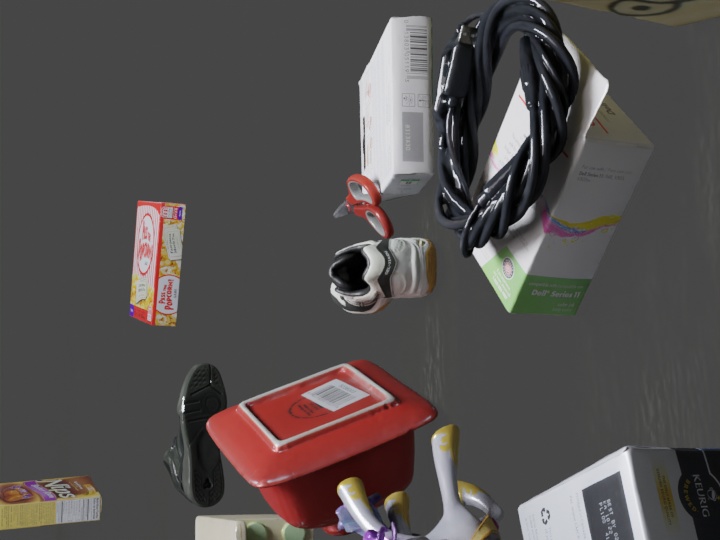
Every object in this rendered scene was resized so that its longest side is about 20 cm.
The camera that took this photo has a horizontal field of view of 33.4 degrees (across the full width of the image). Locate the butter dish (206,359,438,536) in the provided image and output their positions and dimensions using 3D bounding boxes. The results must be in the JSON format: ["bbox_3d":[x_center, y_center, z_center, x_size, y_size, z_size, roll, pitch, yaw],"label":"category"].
[{"bbox_3d":[-0.031,0.196,1.206,0.200,0.198,0.149,27,134,64],"label":"butter dish"}]

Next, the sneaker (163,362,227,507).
[{"bbox_3d":[-0.244,0.235,1.739,0.114,0.076,0.202,-4,88,58],"label":"sneaker"}]

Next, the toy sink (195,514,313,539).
[{"bbox_3d":[-0.121,0.357,1.418,0.200,0.111,0.132,153,118,-67],"label":"toy sink"}]

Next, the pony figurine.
[{"bbox_3d":[0.053,0.241,0.999,0.200,0.192,0.168,53,166,54],"label":"pony figurine"}]

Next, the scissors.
[{"bbox_3d":[-0.010,-0.078,1.310,0.074,0.014,0.200,61,168,-18],"label":"scissors"}]

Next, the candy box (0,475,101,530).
[{"bbox_3d":[-0.623,0.458,2.374,0.116,0.198,0.057,-155,67,-62],"label":"candy box"}]

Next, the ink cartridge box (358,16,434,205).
[{"bbox_3d":[0.036,-0.153,1.256,0.200,0.049,0.163,126,144,-78],"label":"ink cartridge box"}]

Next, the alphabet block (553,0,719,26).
[{"bbox_3d":[0.197,-0.272,0.735,0.199,0.193,0.199,4,88,64],"label":"alphabet block"}]

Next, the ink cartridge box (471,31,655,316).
[{"bbox_3d":[0.156,-0.079,0.936,0.118,0.067,0.201,-116,37,-49],"label":"ink cartridge box"}]

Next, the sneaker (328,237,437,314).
[{"bbox_3d":[0.000,0.000,1.239,0.200,0.087,0.077,155,114,-64],"label":"sneaker"}]

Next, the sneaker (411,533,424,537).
[{"bbox_3d":[0.041,0.291,1.146,0.199,0.076,0.085,6,75,62],"label":"sneaker"}]

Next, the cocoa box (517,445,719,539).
[{"bbox_3d":[0.197,0.221,0.729,0.133,0.130,0.202,134,133,-55],"label":"cocoa box"}]

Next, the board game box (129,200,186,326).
[{"bbox_3d":[-0.342,-0.015,2.022,0.151,0.046,0.203,-172,86,-65],"label":"board game box"}]

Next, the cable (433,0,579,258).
[{"bbox_3d":[0.108,-0.107,0.920,0.163,0.050,0.203,19,100,61],"label":"cable"}]
